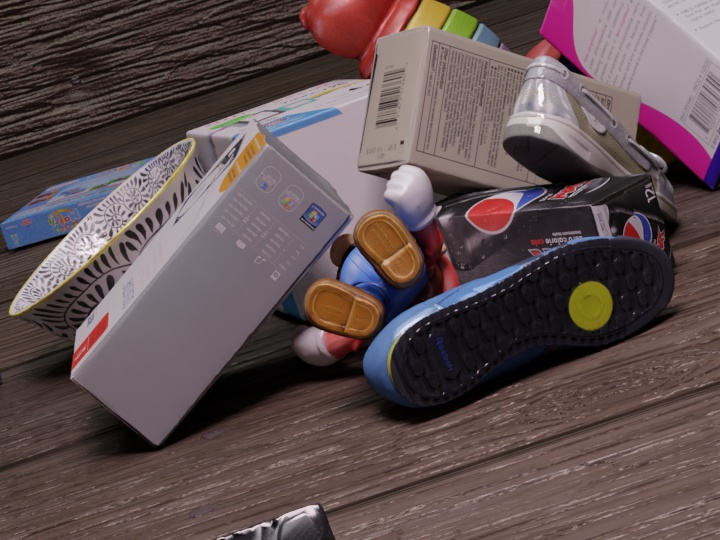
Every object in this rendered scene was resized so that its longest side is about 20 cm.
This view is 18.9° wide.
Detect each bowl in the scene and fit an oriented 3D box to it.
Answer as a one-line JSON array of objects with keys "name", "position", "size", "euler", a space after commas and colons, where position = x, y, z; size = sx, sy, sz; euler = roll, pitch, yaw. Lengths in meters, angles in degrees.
[{"name": "bowl", "position": [-0.175, -0.003, 1.720], "size": [0.200, 0.094, 0.201], "euler": [-41, 14, 12]}]

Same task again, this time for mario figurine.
[{"name": "mario figurine", "position": [0.000, 0.000, 1.402], "size": [0.122, 0.107, 0.200], "euler": [-17, -5, 6]}]

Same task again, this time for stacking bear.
[{"name": "stacking bear", "position": [0.047, -0.177, 1.773], "size": [0.122, 0.199, 0.114], "euler": [-53, 5, 49]}]

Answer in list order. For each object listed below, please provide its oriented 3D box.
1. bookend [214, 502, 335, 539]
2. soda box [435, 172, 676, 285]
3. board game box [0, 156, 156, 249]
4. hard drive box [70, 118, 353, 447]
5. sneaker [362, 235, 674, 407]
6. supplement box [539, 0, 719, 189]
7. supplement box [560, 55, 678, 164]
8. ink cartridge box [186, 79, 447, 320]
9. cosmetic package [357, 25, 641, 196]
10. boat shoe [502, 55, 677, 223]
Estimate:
[{"name": "bookend", "position": [-0.010, 0.198, 0.532], "size": [0.091, 0.199, 0.201], "euler": [-19, 56, -5]}, {"name": "soda box", "position": [0.116, -0.018, 1.474], "size": [0.063, 0.071, 0.199], "euler": [-27, 14, -37]}, {"name": "board game box", "position": [-0.317, -0.081, 2.516], "size": [0.150, 0.037, 0.200], "euler": [-15, 12, 12]}, {"name": "hard drive box", "position": [-0.103, 0.005, 1.461], "size": [0.200, 0.077, 0.156], "euler": [-50, 11, 3]}, {"name": "sneaker", "position": [0.093, 0.026, 1.319], "size": [0.199, 0.066, 0.078], "euler": [-21, 8, -15]}, {"name": "supplement box", "position": [0.247, -0.174, 1.662], "size": [0.103, 0.102, 0.200], "euler": [-25, 59, -36]}, {"name": "supplement box", "position": [0.269, -0.161, 1.817], "size": [0.199, 0.110, 0.109], "euler": [-21, 12, -13]}, {"name": "ink cartridge box", "position": [-0.030, -0.061, 1.703], "size": [0.146, 0.147, 0.200], "euler": [-20, 10, -16]}, {"name": "cosmetic package", "position": [0.103, -0.101, 1.578], "size": [0.199, 0.106, 0.071], "euler": [16, -10, -31]}, {"name": "boat shoe", "position": [0.166, -0.082, 1.503], "size": [0.074, 0.065, 0.202], "euler": [3, -17, 38]}]
